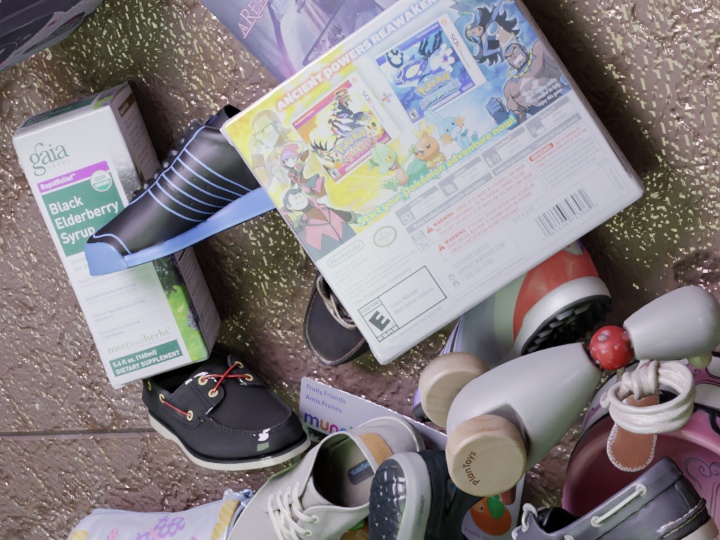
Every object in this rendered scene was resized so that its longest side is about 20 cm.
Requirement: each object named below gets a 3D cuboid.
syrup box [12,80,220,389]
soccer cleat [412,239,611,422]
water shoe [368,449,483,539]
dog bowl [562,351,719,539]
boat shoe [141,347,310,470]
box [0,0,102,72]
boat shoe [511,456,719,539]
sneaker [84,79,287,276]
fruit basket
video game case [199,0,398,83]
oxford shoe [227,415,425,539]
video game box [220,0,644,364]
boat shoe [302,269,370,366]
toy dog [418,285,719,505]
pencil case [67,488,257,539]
[{"bbox_3d":[-0.175,-0.027,1.380,0.078,0.082,0.201,-17,106,9],"label":"syrup box"},{"bbox_3d":[0.093,0.038,1.268,0.200,0.068,0.074,-47,57,48],"label":"soccer cleat"},{"bbox_3d":[0.044,0.210,1.283,0.072,0.078,0.201,-120,31,-49],"label":"water shoe"},{"bbox_3d":[0.219,0.157,1.230,0.199,0.074,0.202,16,122,26],"label":"dog bowl"},{"bbox_3d":[-0.106,0.097,1.386,0.201,0.073,0.064,19,125,57],"label":"boat shoe"},{"bbox_3d":[-0.260,-0.199,1.280,0.132,0.200,0.115,-36,91,41],"label":"box"},{"bbox_3d":[0.132,0.169,1.207,0.199,0.073,0.063,-24,93,35],"label":"boat shoe"},{"bbox_3d":[-0.109,-0.062,1.291,0.199,0.070,0.078,-23,93,14],"label":"sneaker"},{"bbox_3d":[0.023,0.194,1.367,0.184,0.094,0.201,21,127,24],"label":"fruit basket"},{"bbox_3d":[-0.021,-0.173,1.244,0.200,0.019,0.143,45,134,7],"label":"video game case"},{"bbox_3d":[-0.037,0.167,1.332,0.200,0.058,0.076,-40,74,32],"label":"oxford shoe"},{"bbox_3d":[0.044,-0.071,1.174,0.199,0.047,0.183,-33,97,13],"label":"video game box"},{"bbox_3d":[0.000,0.000,1.289,0.074,0.073,0.201,42,135,13],"label":"boat shoe"},{"bbox_3d":[0.135,0.089,1.176,0.198,0.132,0.097,-11,128,23],"label":"toy dog"},{"bbox_3d":[-0.148,0.229,1.513,0.199,0.083,0.091,-13,103,38],"label":"pencil case"}]
